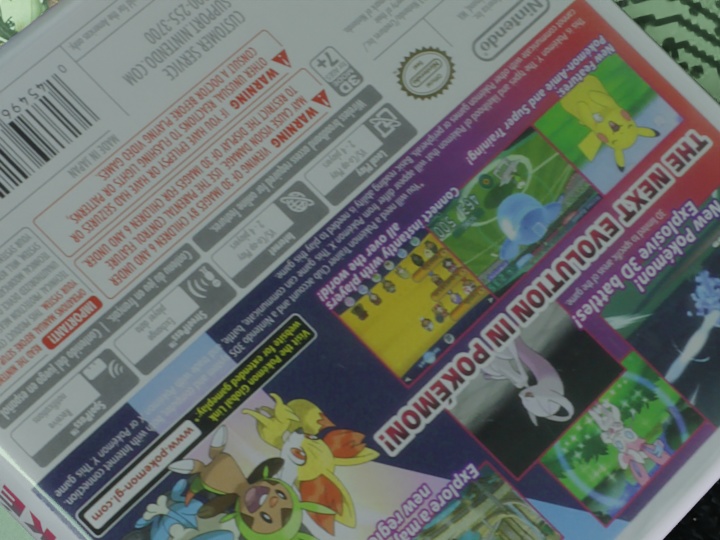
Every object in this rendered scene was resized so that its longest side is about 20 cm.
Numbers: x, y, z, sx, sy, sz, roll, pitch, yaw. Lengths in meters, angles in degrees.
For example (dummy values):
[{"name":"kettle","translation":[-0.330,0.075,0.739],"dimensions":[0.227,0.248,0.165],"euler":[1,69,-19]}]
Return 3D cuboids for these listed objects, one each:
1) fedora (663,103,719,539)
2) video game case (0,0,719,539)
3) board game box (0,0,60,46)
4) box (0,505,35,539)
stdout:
[{"name":"fedora","translation":[0.053,0.050,0.729],"dimensions":[0.200,0.092,0.201],"euler":[7,65,-16]},{"name":"video game case","translation":[0.000,0.000,0.666],"dimensions":[0.182,0.023,0.200],"euler":[45,59,5]},{"name":"board game box","translation":[-0.150,-0.060,0.776],"dimensions":[0.200,0.159,0.097],"euler":[1,97,3]},{"name":"box","translation":[-0.087,0.092,0.772],"dimensions":[0.117,0.200,0.197],"euler":[3,98,2]}]
